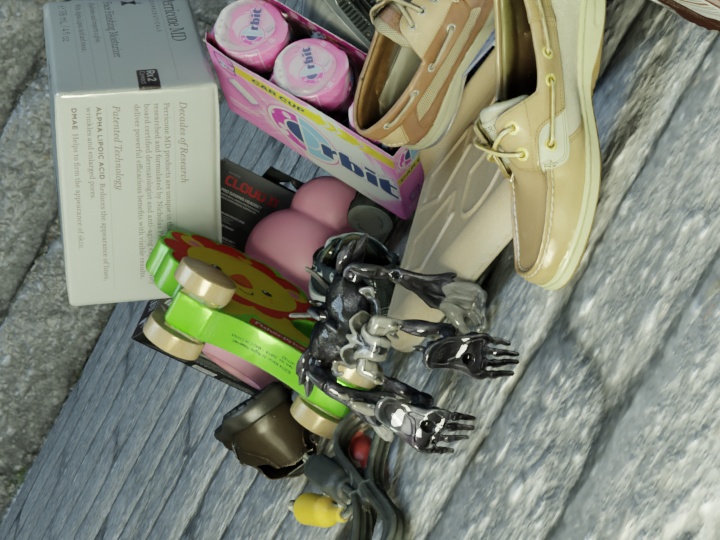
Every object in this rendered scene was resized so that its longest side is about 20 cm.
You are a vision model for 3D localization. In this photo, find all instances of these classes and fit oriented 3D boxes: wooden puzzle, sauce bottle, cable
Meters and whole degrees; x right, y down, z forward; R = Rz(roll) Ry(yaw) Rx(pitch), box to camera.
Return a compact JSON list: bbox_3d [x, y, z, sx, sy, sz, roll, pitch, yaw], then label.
[{"bbox_3d":[0.087,-0.060,1.227,0.185,0.046,0.200,-52,20,44],"label":"wooden puzzle"},{"bbox_3d":[0.032,-0.116,1.525,0.065,0.065,0.200,-49,21,50],"label":"sauce bottle"},{"bbox_3d":[0.009,0.151,1.176,0.097,0.050,0.200,-48,24,-5],"label":"cable"}]

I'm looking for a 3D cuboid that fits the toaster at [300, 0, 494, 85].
[{"bbox_3d":[0.037,-0.197,1.435,0.114,0.200,0.129,-45,-4,-18],"label":"toaster"}]

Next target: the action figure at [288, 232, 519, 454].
[{"bbox_3d":[0.024,0.053,1.128,0.119,0.102,0.200,-64,28,6],"label":"action figure"}]

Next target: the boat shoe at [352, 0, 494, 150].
[{"bbox_3d":[0.046,-0.176,1.238,0.076,0.072,0.201,36,120,41],"label":"boat shoe"}]

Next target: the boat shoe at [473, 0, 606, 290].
[{"bbox_3d":[0.101,-0.089,1.051,0.074,0.066,0.201,163,111,-66],"label":"boat shoe"}]

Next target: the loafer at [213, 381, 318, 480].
[{"bbox_3d":[-0.073,0.139,1.415,0.073,0.071,0.200,-33,-6,-3],"label":"loafer"}]

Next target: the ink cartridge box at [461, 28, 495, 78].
[{"bbox_3d":[0.161,-0.230,1.168,0.198,0.043,0.200,-57,4,-36],"label":"ink cartridge box"}]

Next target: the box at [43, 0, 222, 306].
[{"bbox_3d":[-0.194,-0.105,1.489,0.199,0.130,0.201,-113,21,-58],"label":"box"}]

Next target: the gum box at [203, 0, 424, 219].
[{"bbox_3d":[-0.029,-0.137,1.411,0.066,0.200,0.114,-52,-19,-15],"label":"gum box"}]

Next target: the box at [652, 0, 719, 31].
[{"bbox_3d":[0.181,-0.244,0.911,0.200,0.166,0.164,-62,12,8],"label":"box"}]

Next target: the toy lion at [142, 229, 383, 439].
[{"bbox_3d":[-0.077,0.036,1.361,0.069,0.200,0.192,-60,1,13],"label":"toy lion"}]

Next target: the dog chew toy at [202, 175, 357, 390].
[{"bbox_3d":[-0.057,0.004,1.527,0.200,0.124,0.125,-58,11,-10],"label":"dog chew toy"}]

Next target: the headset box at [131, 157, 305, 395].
[{"bbox_3d":[-0.103,0.002,1.639,0.200,0.149,0.077,-66,13,-14],"label":"headset box"}]

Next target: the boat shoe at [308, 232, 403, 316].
[{"bbox_3d":[0.000,0.000,1.362,0.200,0.075,0.061,-140,37,-69],"label":"boat shoe"}]
